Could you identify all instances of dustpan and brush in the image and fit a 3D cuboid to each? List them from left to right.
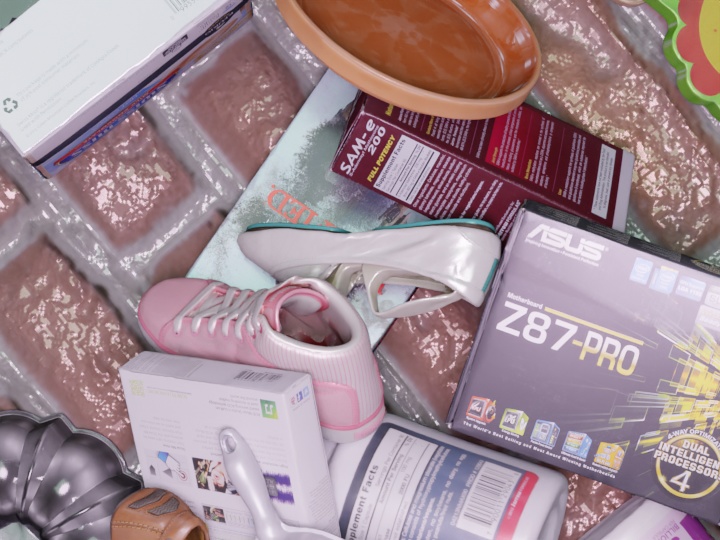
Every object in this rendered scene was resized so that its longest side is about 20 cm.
[{"bbox_3d":[-0.048,0.196,1.364,0.139,0.057,0.200,-26,96,20],"label":"dustpan and brush"}]

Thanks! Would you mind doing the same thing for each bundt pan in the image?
[{"bbox_3d":[-0.241,0.196,1.482,0.202,0.076,0.202,0,84,-1],"label":"bundt pan"}]

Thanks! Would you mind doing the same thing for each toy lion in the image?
[{"bbox_3d":[0.286,-0.213,1.538,0.192,0.069,0.200,36,85,-4],"label":"toy lion"}]

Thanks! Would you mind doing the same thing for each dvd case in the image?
[{"bbox_3d":[-0.019,-0.026,1.532,0.146,0.022,0.200,35,86,2],"label":"dvd case"}]

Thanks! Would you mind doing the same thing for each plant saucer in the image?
[{"bbox_3d":[0.030,-0.171,1.480,0.200,0.200,0.032,31,125,2],"label":"plant saucer"}]

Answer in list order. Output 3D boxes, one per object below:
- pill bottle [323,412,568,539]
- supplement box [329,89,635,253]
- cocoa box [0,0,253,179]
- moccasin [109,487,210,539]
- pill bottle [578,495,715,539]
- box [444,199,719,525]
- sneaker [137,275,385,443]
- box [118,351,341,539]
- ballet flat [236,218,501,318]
[{"bbox_3d":[0.031,0.164,1.460,0.200,0.120,0.120,19,85,15],"label":"pill bottle"},{"bbox_3d":[0.087,-0.075,1.478,0.200,0.109,0.061,26,126,-6],"label":"supplement box"},{"bbox_3d":[-0.191,-0.179,1.489,0.200,0.131,0.133,-39,87,-4],"label":"cocoa box"},{"bbox_3d":[-0.127,0.244,1.446,0.078,0.074,0.202,23,118,34],"label":"moccasin"},{"bbox_3d":[0.230,0.255,1.464,0.112,0.112,0.200,-38,87,-4],"label":"pill bottle"},{"bbox_3d":[0.176,0.061,1.414,0.200,0.049,0.161,20,102,6],"label":"box"},{"bbox_3d":[-0.070,0.033,1.437,0.200,0.105,0.075,27,55,26],"label":"sneaker"},{"bbox_3d":[-0.081,0.156,1.431,0.144,0.036,0.200,7,116,35],"label":"box"},{"bbox_3d":[0.000,0.000,1.453,0.200,0.069,0.070,0,84,26],"label":"ballet flat"}]
